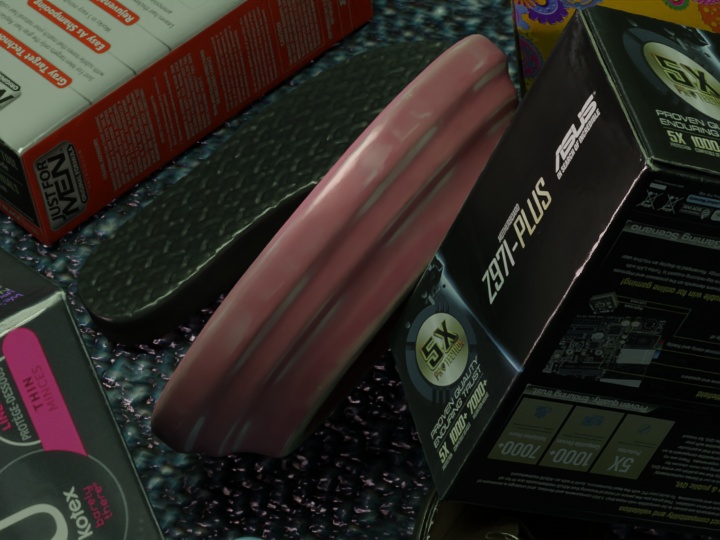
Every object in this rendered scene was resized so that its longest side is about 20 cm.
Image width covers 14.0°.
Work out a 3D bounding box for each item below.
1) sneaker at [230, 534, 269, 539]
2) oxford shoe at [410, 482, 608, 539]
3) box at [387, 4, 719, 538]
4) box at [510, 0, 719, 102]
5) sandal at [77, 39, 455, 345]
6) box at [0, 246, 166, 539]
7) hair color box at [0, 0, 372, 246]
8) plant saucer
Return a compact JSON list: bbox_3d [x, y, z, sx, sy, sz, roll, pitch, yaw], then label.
[{"bbox_3d":[-0.104,0.153,1.087,0.199,0.079,0.090,-16,28,-11],"label":"sneaker"},{"bbox_3d":[0.052,0.117,1.056,0.073,0.084,0.200,41,55,-10],"label":"oxford shoe"},{"bbox_3d":[0.137,0.010,1.045,0.199,0.164,0.086,9,39,-25],"label":"box"},{"bbox_3d":[0.158,-0.104,1.180,0.121,0.201,0.193,13,51,23],"label":"box"},{"bbox_3d":[-0.030,-0.032,1.260,0.200,0.048,0.075,-34,42,-3],"label":"sandal"},{"bbox_3d":[-0.156,0.063,1.082,0.106,0.123,0.200,-26,19,-14],"label":"box"},{"bbox_3d":[-0.101,-0.107,1.331,0.200,0.061,0.101,-36,50,-24],"label":"hair color box"},{"bbox_3d":[0.000,0.000,1.134,0.051,0.201,0.201,40,60,5],"label":"plant saucer"}]
